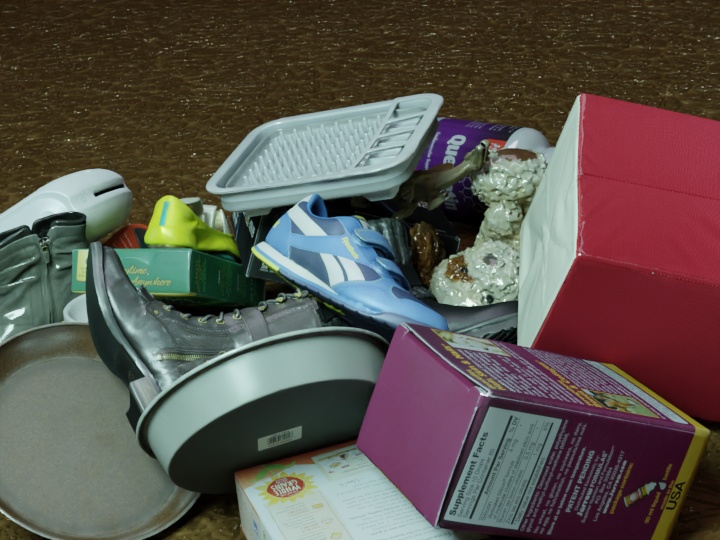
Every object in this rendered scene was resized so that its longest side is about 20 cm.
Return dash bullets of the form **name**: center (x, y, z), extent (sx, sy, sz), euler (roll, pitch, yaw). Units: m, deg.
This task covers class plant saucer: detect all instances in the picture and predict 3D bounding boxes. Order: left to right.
- **plant saucer**: center (-0.214, 0.131, 1.120), extent (0.200, 0.032, 0.200), euler (12, 49, -15)

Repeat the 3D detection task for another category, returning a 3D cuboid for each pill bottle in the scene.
- **pill bottle**: center (0.139, -0.111, 1.619), extent (0.200, 0.113, 0.112), euler (11, 28, 33)

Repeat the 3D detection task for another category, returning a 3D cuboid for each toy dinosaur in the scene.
- **toy dinosaur**: center (0.041, -0.075, 1.353), extent (0.200, 0.058, 0.101), euler (-5, 28, 45)

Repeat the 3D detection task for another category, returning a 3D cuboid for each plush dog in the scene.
- **plush dog**: center (0.138, 0.008, 1.332), extent (0.172, 0.161, 0.200), euler (-29, 55, -18)

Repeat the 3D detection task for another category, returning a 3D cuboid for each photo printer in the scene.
- **photo printer**: center (-0.329, -0.034, 1.459), extent (0.200, 0.070, 0.166), euler (-31, 3, 14)

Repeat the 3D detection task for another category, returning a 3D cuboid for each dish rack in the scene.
- **dish rack**: center (-0.027, -0.101, 1.315), extent (0.200, 0.044, 0.172), euler (-6, 27, 21)

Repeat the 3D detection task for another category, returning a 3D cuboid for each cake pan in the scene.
- **cake pan**: center (-0.063, 0.108, 1.054), extent (0.200, 0.200, 0.037), euler (-13, 62, -17)

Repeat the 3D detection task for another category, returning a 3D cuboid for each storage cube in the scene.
- **storage cube**: center (0.230, -0.006, 1.131), extent (0.179, 0.200, 0.171), euler (12, 52, -5)

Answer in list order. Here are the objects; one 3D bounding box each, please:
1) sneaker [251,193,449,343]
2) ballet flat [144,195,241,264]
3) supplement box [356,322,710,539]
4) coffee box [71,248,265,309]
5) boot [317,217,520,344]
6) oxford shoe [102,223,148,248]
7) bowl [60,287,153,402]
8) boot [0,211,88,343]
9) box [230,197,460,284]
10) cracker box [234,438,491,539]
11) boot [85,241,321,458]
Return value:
- **sneaker**: center (0.000, 0.000, 1.192), extent (0.200, 0.074, 0.082), euler (31, 80, 30)
- **ballet flat**: center (-0.164, -0.038, 1.459), extent (0.067, 0.067, 0.200), euler (1, -6, 13)
- **supplement box**: center (0.121, 0.119, 1.010), extent (0.200, 0.103, 0.131), euler (13, 14, -28)
- **coffee box**: center (-0.180, 0.010, 1.379), extent (0.123, 0.044, 0.200), euler (1, -6, 15)
- **boot**: center (0.057, 0.024, 1.250), extent (0.211, 0.079, 0.158), euler (-13, 55, 2)
- **oxford shoe**: center (-0.291, 0.025, 1.475), extent (0.200, 0.071, 0.073), euler (-34, 2, -38)
- **bowl**: center (-0.213, 0.079, 1.254), extent (0.200, 0.108, 0.200), euler (-4, 24, 2)
- **boot**: center (-0.335, 0.028, 1.344), extent (0.200, 0.131, 0.068), euler (-28, 32, -21)
- **box**: center (-0.019, -0.042, 1.446), extent (0.200, 0.086, 0.164), euler (12, 19, -14)
- **cracker box**: center (0.003, 0.192, 1.006), extent (0.134, 0.058, 0.200), euler (-12, 23, -16)
- **boot**: center (-0.117, 0.049, 1.150), extent (0.174, 0.200, 0.069), euler (-18, -17, -23)
